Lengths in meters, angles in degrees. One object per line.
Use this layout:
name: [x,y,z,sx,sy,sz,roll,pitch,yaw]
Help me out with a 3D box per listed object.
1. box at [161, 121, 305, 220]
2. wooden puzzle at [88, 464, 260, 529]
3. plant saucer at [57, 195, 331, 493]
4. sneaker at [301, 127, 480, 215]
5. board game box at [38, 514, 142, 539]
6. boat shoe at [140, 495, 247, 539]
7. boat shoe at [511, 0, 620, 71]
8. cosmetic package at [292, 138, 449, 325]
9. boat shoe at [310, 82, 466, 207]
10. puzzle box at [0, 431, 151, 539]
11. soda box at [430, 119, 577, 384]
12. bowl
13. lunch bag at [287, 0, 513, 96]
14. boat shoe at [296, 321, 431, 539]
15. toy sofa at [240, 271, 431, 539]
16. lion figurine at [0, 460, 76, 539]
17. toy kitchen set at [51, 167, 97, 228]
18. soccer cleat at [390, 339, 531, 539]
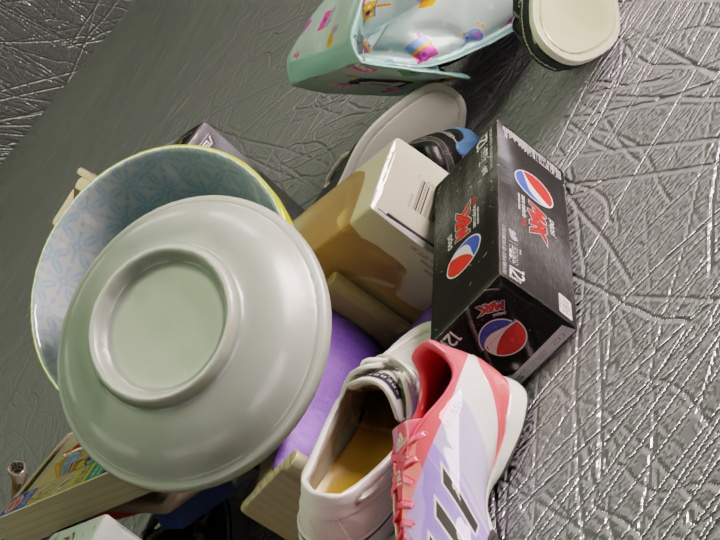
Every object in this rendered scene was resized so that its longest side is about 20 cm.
box: [-0.128,-0.042,1.756,0.048,0.158,0.200,-54,16,-23]
wooden puzzle: [-0.115,0.137,1.457,0.185,0.046,0.200,-32,11,-36]
plant saucer: [-0.117,0.040,1.281,0.200,0.050,0.201,-9,67,22]
sneaker: [0.004,-0.046,1.496,0.199,0.071,0.083,-34,-15,31]
board game box: [-0.162,0.241,1.339,0.200,0.147,0.064,-29,29,56]
boat shoe: [-0.123,0.198,1.455,0.071,0.064,0.200,-54,17,6]
boat shoe: [0.142,-0.189,1.454,0.066,0.074,0.200,-46,19,35]
cosmetic package: [0.000,0.000,1.431,0.200,0.105,0.071,-38,24,47]
boat shoe: [0.011,-0.068,1.588,0.200,0.074,0.060,-58,18,13]
puzzle box: [-0.171,0.131,1.414,0.133,0.025,0.200,-24,9,10]
soda box: [0.090,-0.011,1.275,0.071,0.063,0.200,-47,18,26]
bowl: [-0.115,0.025,1.375,0.200,0.108,0.201,-9,67,22]
lunch bag: [0.044,-0.208,1.604,0.200,0.122,0.170,-36,12,-17]
boat shoe: [0.017,0.086,1.205,0.200,0.071,0.070,-52,-32,-41]
toy sofa: [-0.007,0.088,1.317,0.098,0.083,0.200,-45,19,33]
lion figurine: [-0.287,0.251,1.781,0.123,0.072,0.200,94,-176,-47]
toy kitchen set: [-0.212,0.035,1.674,0.200,0.163,0.181,28,81,28]
soccer cleat: [0.041,0.126,1.129,0.068,0.073,0.200,-39,23,43]
